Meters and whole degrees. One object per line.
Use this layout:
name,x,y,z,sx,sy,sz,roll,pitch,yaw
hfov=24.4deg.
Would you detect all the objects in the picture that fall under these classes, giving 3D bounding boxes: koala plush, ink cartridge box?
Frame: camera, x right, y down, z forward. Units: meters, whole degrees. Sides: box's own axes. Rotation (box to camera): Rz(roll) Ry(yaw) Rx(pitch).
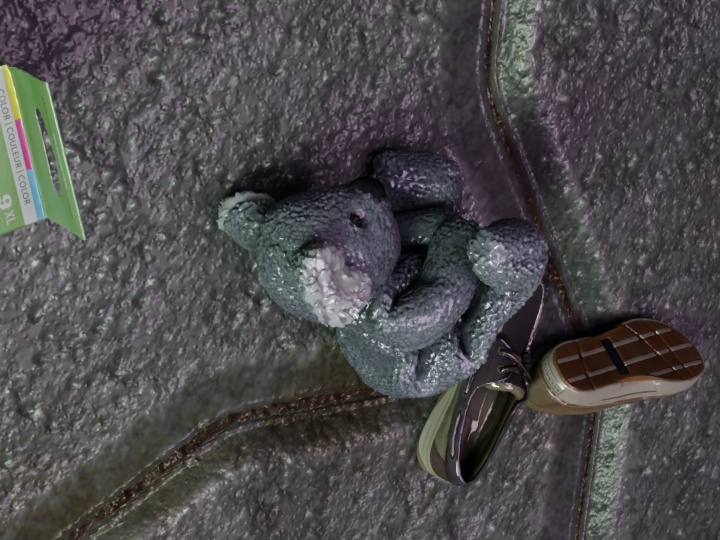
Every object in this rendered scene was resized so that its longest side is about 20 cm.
koala plush,0.000,0.000,1.255,0.200,0.177,0.184,16,108,-42
ink cartridge box,-0.248,-0.080,1.024,0.059,0.200,0.104,-23,119,-29

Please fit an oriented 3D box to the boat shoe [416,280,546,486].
boat shoe,0.116,0.093,1.433,0.072,0.065,0.200,26,91,-37

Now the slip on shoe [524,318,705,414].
slip on shoe,0.231,0.095,1.522,0.200,0.076,0.061,-10,153,-41
